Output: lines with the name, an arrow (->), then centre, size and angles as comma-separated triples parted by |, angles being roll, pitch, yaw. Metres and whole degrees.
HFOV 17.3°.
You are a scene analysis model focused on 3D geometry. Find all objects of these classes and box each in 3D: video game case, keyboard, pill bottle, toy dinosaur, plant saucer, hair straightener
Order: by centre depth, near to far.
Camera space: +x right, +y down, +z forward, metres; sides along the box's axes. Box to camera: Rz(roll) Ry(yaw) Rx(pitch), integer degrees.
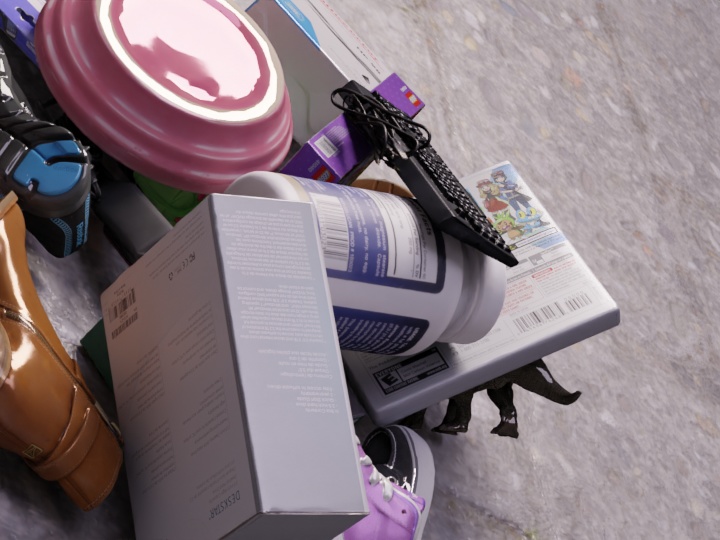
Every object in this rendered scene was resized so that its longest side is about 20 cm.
hair straightener -> -0.174, -0.068, 1.605 | 0.200, 0.041, 0.077 | 55, -10, 42
pill bottle -> 0.000, 0.000, 1.624 | 0.199, 0.111, 0.112 | 9, 45, -36
plant saucer -> -0.129, -0.143, 1.654 | 0.199, 0.051, 0.201 | 24, 38, -21
keyboard -> 0.047, -0.082, 1.656 | 0.104, 0.040, 0.200 | 25, 19, -37
video game case -> 0.063, 0.013, 1.744 | 0.022, 0.199, 0.183 | 80, -18, -46
toy dinosaur -> 0.080, 0.071, 1.756 | 0.077, 0.199, 0.103 | 11, 82, -35

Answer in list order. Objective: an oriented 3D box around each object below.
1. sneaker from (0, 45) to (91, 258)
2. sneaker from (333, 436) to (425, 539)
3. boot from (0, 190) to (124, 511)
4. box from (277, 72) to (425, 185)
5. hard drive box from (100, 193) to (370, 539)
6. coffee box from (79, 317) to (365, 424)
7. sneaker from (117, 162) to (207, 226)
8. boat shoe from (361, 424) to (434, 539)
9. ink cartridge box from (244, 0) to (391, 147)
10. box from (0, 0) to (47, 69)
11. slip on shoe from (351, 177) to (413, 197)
sneaker -> -0.246, -0.086, 1.573 | 0.073, 0.082, 0.200 | -28, 55, -19
sneaker -> -0.017, 0.121, 1.507 | 0.113, 0.073, 0.202 | 1, 80, -19
boot -> -0.204, 0.050, 1.453 | 0.155, 0.074, 0.201 | 45, 25, -21
box -> -0.035, -0.066, 1.760 | 0.039, 0.137, 0.200 | 46, 28, 0
hard drive box -> -0.080, 0.078, 1.425 | 0.076, 0.156, 0.201 | 4, 65, -32
coffee box -> -0.089, 0.073, 1.601 | 0.199, 0.044, 0.123 | -6, 59, -57
sneaker -> -0.121, -0.102, 1.752 | 0.084, 0.077, 0.200 | 43, 24, -3
boat shoe -> 0.000, 0.166, 1.593 | 0.066, 0.070, 0.201 | 38, 36, -20
ink cartridge box -> -0.041, -0.172, 1.919 | 0.116, 0.067, 0.200 | 47, 14, -2
box -> -0.180, -0.173, 1.739 | 0.199, 0.042, 0.119 | -8, 42, -43
slip on shoe -> 0.058, -0.013, 1.844 | 0.199, 0.076, 0.061 | 19, -19, 33
